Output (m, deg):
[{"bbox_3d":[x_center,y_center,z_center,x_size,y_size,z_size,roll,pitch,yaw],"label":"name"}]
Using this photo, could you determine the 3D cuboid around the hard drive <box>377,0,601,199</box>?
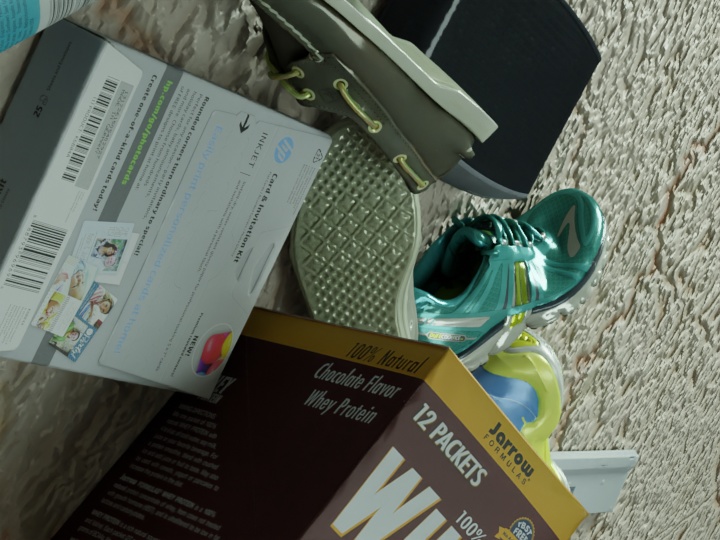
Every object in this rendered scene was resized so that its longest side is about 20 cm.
[{"bbox_3d":[0.073,-0.117,1.169,0.135,0.042,0.200,-61,149,-1],"label":"hard drive"}]

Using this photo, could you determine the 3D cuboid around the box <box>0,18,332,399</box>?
[{"bbox_3d":[-0.109,-0.024,0.979,0.200,0.041,0.156,17,100,-58],"label":"box"}]

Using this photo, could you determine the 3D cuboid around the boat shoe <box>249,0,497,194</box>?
[{"bbox_3d":[-0.010,-0.104,1.014,0.060,0.072,0.201,-48,132,8],"label":"boat shoe"}]

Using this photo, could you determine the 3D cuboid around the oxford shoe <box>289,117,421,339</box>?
[{"bbox_3d":[0.000,0.000,1.147,0.058,0.075,0.201,-88,173,-60],"label":"oxford shoe"}]

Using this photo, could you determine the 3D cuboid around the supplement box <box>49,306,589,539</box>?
[{"bbox_3d":[-0.032,0.144,1.037,0.200,0.197,0.133,-51,119,-19],"label":"supplement box"}]

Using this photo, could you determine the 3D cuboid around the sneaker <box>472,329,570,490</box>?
[{"bbox_3d":[0.084,0.135,1.371,0.105,0.076,0.201,-26,128,-27],"label":"sneaker"}]

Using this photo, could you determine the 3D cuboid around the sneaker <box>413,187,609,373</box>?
[{"bbox_3d":[0.087,-0.002,1.256,0.200,0.077,0.080,-36,132,-36],"label":"sneaker"}]

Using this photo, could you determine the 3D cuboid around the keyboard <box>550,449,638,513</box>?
[{"bbox_3d":[0.161,0.166,1.557,0.200,0.011,0.056,7,113,-57],"label":"keyboard"}]

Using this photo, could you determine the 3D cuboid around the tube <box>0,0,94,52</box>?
[{"bbox_3d":[-0.180,-0.099,0.814,0.200,0.050,0.078,-34,136,-30],"label":"tube"}]
